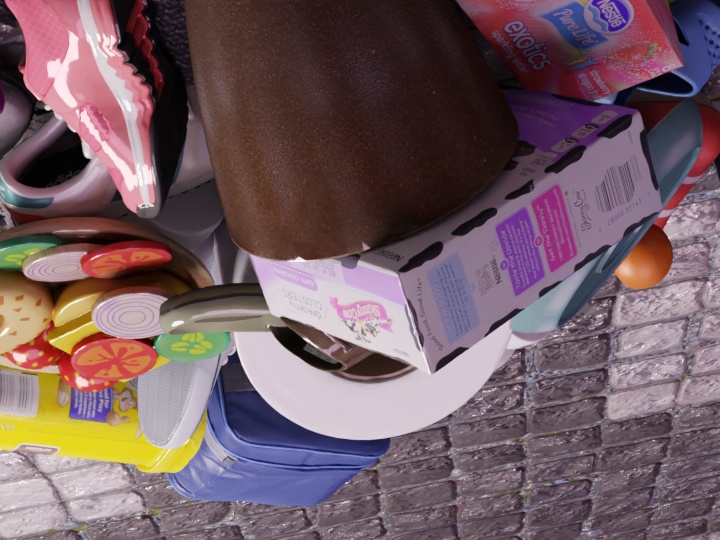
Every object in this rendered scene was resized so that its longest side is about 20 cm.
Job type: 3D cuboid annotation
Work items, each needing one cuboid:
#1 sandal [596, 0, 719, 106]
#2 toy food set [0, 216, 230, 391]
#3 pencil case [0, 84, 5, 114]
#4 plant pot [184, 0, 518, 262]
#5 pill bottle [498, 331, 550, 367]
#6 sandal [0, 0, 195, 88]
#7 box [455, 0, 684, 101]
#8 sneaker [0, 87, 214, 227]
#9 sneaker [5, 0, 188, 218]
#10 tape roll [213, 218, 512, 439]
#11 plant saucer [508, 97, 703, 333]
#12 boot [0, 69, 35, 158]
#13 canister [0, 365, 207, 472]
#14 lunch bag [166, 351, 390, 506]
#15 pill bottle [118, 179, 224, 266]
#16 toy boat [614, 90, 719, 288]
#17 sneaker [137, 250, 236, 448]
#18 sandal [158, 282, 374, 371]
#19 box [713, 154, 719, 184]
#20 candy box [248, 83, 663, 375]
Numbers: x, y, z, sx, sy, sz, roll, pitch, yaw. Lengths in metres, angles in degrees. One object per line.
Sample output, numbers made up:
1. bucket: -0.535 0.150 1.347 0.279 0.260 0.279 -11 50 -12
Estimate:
1. sandal: 0.219 -0.154 1.301 0.199 0.088 0.080 -15 152 3
2. toy food set: -0.193 0.026 1.297 0.197 0.049 0.200 -24 144 26
3. pencil case: -0.325 -0.108 1.170 0.199 0.086 0.092 -15 170 7
4. plant pot: -0.025 -0.140 1.106 0.186 0.187 0.201 -16 118 10
5. pill bottle: 0.061 0.035 1.538 0.112 0.113 0.199 13 159 -41
6. sandal: -0.141 -0.167 1.180 0.199 0.048 0.075 17 142 -23
7. box: 0.120 -0.189 1.178 0.102 0.095 0.200 -20 153 16
8. sneaker: -0.150 -0.088 1.252 0.199 0.071 0.093 -28 162 -3
9. sneaker: -0.162 -0.115 1.167 0.086 0.074 0.201 4 139 13
10. tape roll: 0.000 0.000 1.361 0.201 0.139 0.204 -5 117 -9
11. plant saucer: 0.174 -0.031 1.300 0.200 0.027 0.200 -49 169 -13
12. boot: -0.288 -0.039 1.256 0.070 0.132 0.200 29 135 -26
13. canister: -0.236 0.081 1.518 0.199 0.149 0.087 11 136 -34
14. lunch bag: -0.066 0.124 1.685 0.199 0.137 0.132 6 150 -32
15. pill bottle: -0.174 -0.015 1.390 0.110 0.112 0.200 5 149 -31
16. toy boat: 0.202 -0.046 1.459 0.130 0.131 0.200 -2 153 -17
17. sneaker: -0.113 0.043 1.467 0.071 0.201 0.073 9 -169 -46
18. sandal: -0.031 0.039 1.247 0.200 0.058 0.080 -4 163 -3
19. box: 0.418 -0.050 1.548 0.197 0.124 0.200 -21 155 21
20. candy box: 0.054 -0.034 1.161 0.200 0.167 0.072 -34 120 -27
